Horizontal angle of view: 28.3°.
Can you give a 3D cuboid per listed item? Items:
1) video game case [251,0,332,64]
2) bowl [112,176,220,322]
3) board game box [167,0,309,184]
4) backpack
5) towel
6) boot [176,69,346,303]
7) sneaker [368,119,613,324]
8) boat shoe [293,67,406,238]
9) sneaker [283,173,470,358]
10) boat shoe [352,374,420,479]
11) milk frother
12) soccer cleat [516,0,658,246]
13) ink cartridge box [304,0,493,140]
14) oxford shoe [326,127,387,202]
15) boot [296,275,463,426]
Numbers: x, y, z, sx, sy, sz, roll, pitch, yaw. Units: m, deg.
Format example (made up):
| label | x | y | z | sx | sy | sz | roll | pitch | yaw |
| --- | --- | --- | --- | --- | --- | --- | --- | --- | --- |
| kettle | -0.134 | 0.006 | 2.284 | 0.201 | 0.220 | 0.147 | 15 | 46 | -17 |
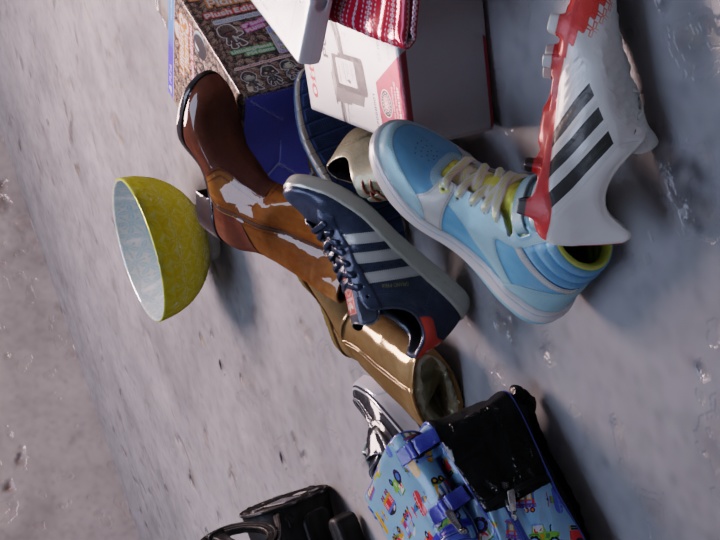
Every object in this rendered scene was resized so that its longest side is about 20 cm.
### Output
| label | x | y | z | sx | sy | sz | roll | pitch | yaw |
| --- | --- | --- | --- | --- | --- | --- | --- | --- | --- |
| video game case | -0.062 | -0.292 | 1.137 | 0.200 | 0.024 | 0.182 | 56 | 143 | 45 |
| bowl | -0.253 | -0.041 | 1.932 | 0.200 | 0.107 | 0.201 | 50 | 150 | 45 |
| board game box | -0.124 | -0.199 | 1.515 | 0.200 | 0.097 | 0.160 | 57 | 153 | 35 |
| backpack | 0.110 | 0.227 | 1.209 | 0.200 | 0.134 | 0.183 | 62 | 157 | 20 |
| towel | -0.006 | -0.255 | 1.082 | 0.200 | 0.022 | 0.145 | -144 | 53 | -58 |
| boot | -0.087 | -0.080 | 1.354 | 0.200 | 0.068 | 0.189 | 27 | 128 | 38 |
| sneaker | 0.104 | -0.058 | 1.040 | 0.200 | 0.080 | 0.131 | 40 | 151 | -2 |
| boat shoe | -0.022 | -0.098 | 1.375 | 0.201 | 0.072 | 0.072 | 72 | 160 | 5 |
| sneaker | 0.000 | 0.000 | 1.254 | 0.200 | 0.085 | 0.075 | 39 | 166 | -5 |
| boat shoe | 0.033 | 0.181 | 1.430 | 0.200 | 0.068 | 0.072 | 48 | 171 | 43 |
| milk frother | -0.092 | 0.378 | 1.725 | 0.180 | 0.199 | 0.189 | -22 | 85 | 65 |
| soccer cleat | 0.159 | -0.113 | 0.941 | 0.069 | 0.085 | 0.201 | -40 | -40 | -79 |
| ink cartridge box | 0.021 | -0.194 | 1.181 | 0.200 | 0.083 | 0.146 | 29 | 131 | 60 |
| oxford shoe | 0.038 | -0.079 | 1.213 | 0.071 | 0.074 | 0.200 | 53 | 169 | -26 |
| boot | 0.018 | 0.050 | 1.389 | 0.200 | 0.066 | 0.175 | 39 | 159 | 57 |
